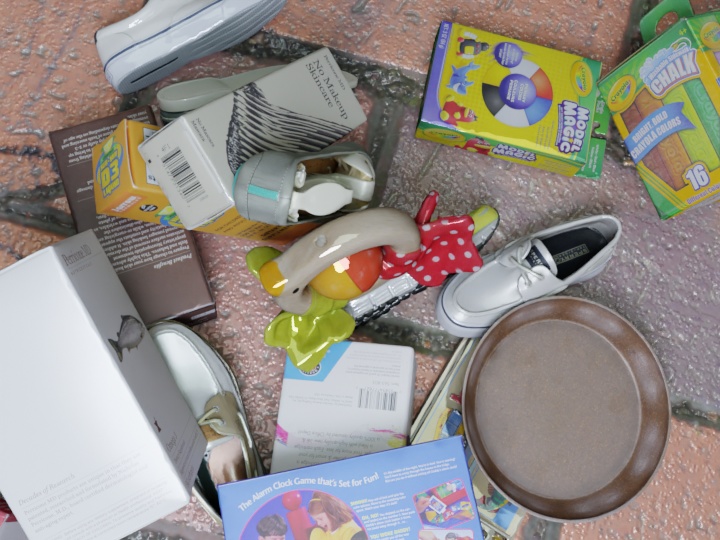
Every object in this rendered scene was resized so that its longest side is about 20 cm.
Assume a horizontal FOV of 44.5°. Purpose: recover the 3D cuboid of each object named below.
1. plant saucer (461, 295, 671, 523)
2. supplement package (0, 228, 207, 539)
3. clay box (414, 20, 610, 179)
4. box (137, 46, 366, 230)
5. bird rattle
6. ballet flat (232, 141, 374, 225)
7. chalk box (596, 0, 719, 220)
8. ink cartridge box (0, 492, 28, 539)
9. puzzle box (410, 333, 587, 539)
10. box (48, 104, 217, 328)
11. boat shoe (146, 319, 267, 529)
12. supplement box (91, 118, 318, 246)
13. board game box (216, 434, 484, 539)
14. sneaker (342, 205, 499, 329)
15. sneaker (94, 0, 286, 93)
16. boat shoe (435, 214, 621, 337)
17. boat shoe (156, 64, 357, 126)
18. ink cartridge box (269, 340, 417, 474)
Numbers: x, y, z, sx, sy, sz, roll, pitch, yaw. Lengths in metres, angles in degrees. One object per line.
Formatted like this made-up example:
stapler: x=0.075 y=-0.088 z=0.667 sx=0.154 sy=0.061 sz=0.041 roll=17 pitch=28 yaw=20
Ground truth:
plant saucer: x=0.185 y=0.125 z=0.807 sx=0.198 sy=0.034 sz=0.203 roll=2 pitch=80 yaw=-9
supplement package: x=-0.212 y=0.088 z=0.647 sx=0.116 sy=0.117 sz=0.202 roll=-26 pitch=99 yaw=2
clay box: x=0.163 y=-0.171 z=0.896 sx=0.198 sy=0.048 sz=0.116 roll=13 pitch=75 yaw=-2
box: x=-0.084 y=-0.116 z=0.744 sx=0.083 sy=0.068 sz=0.200 roll=59 pitch=43 yaw=-10
bird rattle: x=0.000 y=0.000 z=0.718 sx=0.198 sy=0.163 sz=0.114 roll=-20 pitch=75 yaw=10
ballet flat: x=-0.024 y=-0.065 z=0.710 sx=0.063 sy=0.199 sz=0.068 roll=15 pitch=106 yaw=27
chalk box: x=0.328 y=-0.173 z=0.857 sx=0.123 sy=0.124 sz=0.202 roll=-17 pitch=78 yaw=-33
ink cartridge box: x=-0.382 y=0.218 z=0.697 sx=0.198 sy=0.145 sz=0.146 roll=24 pitch=75 yaw=0
puzzle box: x=0.109 y=0.167 z=0.822 sx=0.132 sy=0.025 sz=0.201 roll=31 pitch=76 yaw=3
box: x=-0.208 y=-0.040 z=0.815 sx=0.099 sy=0.075 sz=0.202 roll=-17 pitch=77 yaw=-10
boat shoe: x=-0.129 y=0.135 z=0.752 sx=0.074 sy=0.068 sz=0.202 roll=-28 pitch=99 yaw=-2
supplement box: x=-0.132 y=-0.073 z=0.777 sx=0.199 sy=0.066 sz=0.070 roll=11 pitch=64 yaw=-41
board game box: x=-0.003 y=0.217 z=0.689 sx=0.197 sy=0.045 sz=0.136 roll=-10 pitch=72 yaw=-4
sneaker: x=0.039 y=-0.022 z=0.833 sx=0.198 sy=0.078 sz=0.091 roll=-27 pitch=79 yaw=-11
sneaker: x=-0.169 y=-0.251 z=0.867 sx=0.199 sy=0.073 sz=0.071 roll=-28 pitch=84 yaw=-11
boat shoe: x=0.163 y=0.000 z=0.834 sx=0.198 sy=0.066 sz=0.073 roll=-19 pitch=68 yaw=-16
boat shoe: x=-0.098 y=-0.160 z=0.871 sx=0.198 sy=0.073 sz=0.062 roll=-11 pitch=121 yaw=-15
ink cartridge box: x=-0.016 y=0.167 z=0.770 sx=0.114 sy=0.068 sz=0.202 roll=4 pitch=71 yaw=8
